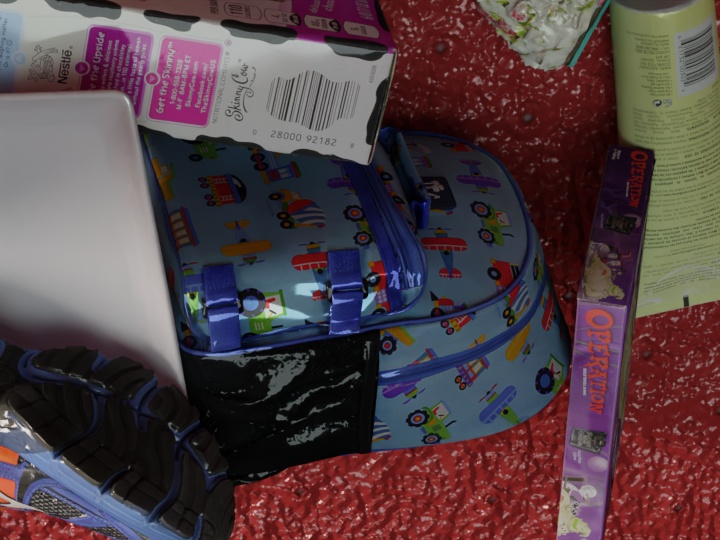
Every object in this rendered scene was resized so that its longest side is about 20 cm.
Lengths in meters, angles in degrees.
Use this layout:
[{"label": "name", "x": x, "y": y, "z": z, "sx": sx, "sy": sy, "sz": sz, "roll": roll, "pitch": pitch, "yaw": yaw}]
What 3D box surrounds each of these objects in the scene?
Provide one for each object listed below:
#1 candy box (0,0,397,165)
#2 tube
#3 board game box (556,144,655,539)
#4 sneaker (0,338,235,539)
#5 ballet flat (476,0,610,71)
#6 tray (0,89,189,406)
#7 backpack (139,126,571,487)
[{"label": "candy box", "x": -0.093, "y": -0.115, "z": 0.927, "sx": 0.199, "sy": 0.137, "sz": 0.061, "roll": 6, "pitch": 118, "yaw": -13}, {"label": "tube", "x": 0.159, "y": -0.059, "z": 1.054, "sx": 0.058, "sy": 0.052, "sz": 0.201, "roll": 14, "pitch": 133, "yaw": 32}, {"label": "board game box", "x": 0.123, "y": 0.051, "z": 1.050, "sx": 0.032, "sy": 0.120, "sz": 0.201, "roll": 11, "pitch": 133, "yaw": 12}, {"label": "sneaker", "x": -0.145, "y": 0.073, "z": 0.892, "sx": 0.199, "sy": 0.075, "sz": 0.079, "roll": 26, "pitch": 132, "yaw": 5}, {"label": "ballet flat", "x": 0.115, "y": -0.184, "z": 0.956, "sx": 0.064, "sy": 0.076, "sz": 0.200, "roll": 28, "pitch": 111, "yaw": -5}, {"label": "tray", "x": -0.131, "y": 0.009, "z": 0.896, "sx": 0.107, "sy": 0.022, "sz": 0.201, "roll": 0, "pitch": 121, "yaw": 12}, {"label": "backpack", "x": 0.000, "y": 0.000, "z": 0.983, "sx": 0.199, "sy": 0.183, "sz": 0.135, "roll": -7, "pitch": 131, "yaw": -8}]
